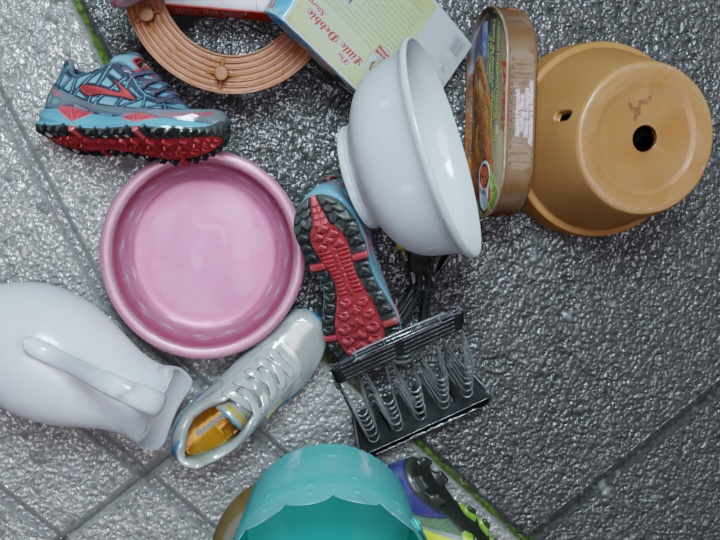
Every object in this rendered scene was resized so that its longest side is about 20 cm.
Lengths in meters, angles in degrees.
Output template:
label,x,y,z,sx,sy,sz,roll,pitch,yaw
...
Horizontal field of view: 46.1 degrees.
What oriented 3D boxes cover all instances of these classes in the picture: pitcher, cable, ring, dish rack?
label,x,y,z,sx,sy,sz,roll,pitch,yaw
pitcher,-0.261,0.086,0.768,0.197,0.172,0.123,26,73,-2
cable,0.065,-0.003,0.885,0.095,0.050,0.204,-2,109,-10
ring,-0.117,-0.264,0.765,0.196,0.019,0.204,-1,100,-7
dish rack,0.049,0.110,0.823,0.151,0.201,0.055,-25,63,-4

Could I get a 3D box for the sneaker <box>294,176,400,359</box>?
label,x,y,z,sx,sy,sz,roll,pitch,yaw
sneaker,0.000,0.000,0.837,0.078,0.096,0.203,-5,119,17

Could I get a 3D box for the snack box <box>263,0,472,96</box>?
label,x,y,z,sx,sy,sz,roll,pitch,yaw
snack box,0.014,-0.225,0.791,0.199,0.037,0.117,35,91,-45

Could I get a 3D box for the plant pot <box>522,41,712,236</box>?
label,x,y,z,sx,sy,sz,roll,pitch,yaw
plant pot,0.250,-0.128,0.838,0.196,0.140,0.204,-1,99,-8

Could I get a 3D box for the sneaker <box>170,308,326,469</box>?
label,x,y,z,sx,sy,sz,roll,pitch,yaw
sneaker,-0.107,0.122,0.847,0.200,0.081,0.077,-45,100,-2

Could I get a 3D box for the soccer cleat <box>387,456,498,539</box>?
label,x,y,z,sx,sy,sz,roll,pitch,yaw
soccer cleat,0.086,0.285,0.917,0.083,0.065,0.201,-30,107,27

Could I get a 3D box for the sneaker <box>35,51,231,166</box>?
label,x,y,z,sx,sy,sz,roll,pitch,yaw
sneaker,-0.206,-0.156,0.771,0.196,0.079,0.097,8,80,17

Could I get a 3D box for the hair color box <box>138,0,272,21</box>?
label,x,y,z,sx,sy,sz,roll,pitch,yaw
hair color box,-0.111,-0.293,0.802,0.196,0.061,0.104,3,97,-8

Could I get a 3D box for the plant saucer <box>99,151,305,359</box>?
label,x,y,z,sx,sy,sz,roll,pitch,yaw
plant saucer,-0.153,-0.017,0.836,0.196,0.051,0.205,-1,96,-7

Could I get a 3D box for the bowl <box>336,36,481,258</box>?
label,x,y,z,sx,sy,sz,roll,pitch,yaw
bowl,0.038,-0.096,0.761,0.089,0.201,0.204,-17,101,17

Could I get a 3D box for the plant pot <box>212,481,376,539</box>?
label,x,y,z,sx,sy,sz,roll,pitch,yaw
plant pot,-0.061,0.311,0.892,0.196,0.028,0.204,0,101,-1

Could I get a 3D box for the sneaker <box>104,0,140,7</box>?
label,x,y,z,sx,sy,sz,roll,pitch,yaw
sneaker,-0.123,-0.276,0.714,0.105,0.075,0.200,44,87,-7

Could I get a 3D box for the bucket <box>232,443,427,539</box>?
label,x,y,z,sx,sy,sz,roll,pitch,yaw
bucket,-0.030,0.275,0.802,0.203,0.135,0.211,0,103,-1

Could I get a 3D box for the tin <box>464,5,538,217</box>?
label,x,y,z,sx,sy,sz,roll,pitch,yaw
tin,0.137,-0.154,0.831,0.041,0.112,0.204,0,98,-8
